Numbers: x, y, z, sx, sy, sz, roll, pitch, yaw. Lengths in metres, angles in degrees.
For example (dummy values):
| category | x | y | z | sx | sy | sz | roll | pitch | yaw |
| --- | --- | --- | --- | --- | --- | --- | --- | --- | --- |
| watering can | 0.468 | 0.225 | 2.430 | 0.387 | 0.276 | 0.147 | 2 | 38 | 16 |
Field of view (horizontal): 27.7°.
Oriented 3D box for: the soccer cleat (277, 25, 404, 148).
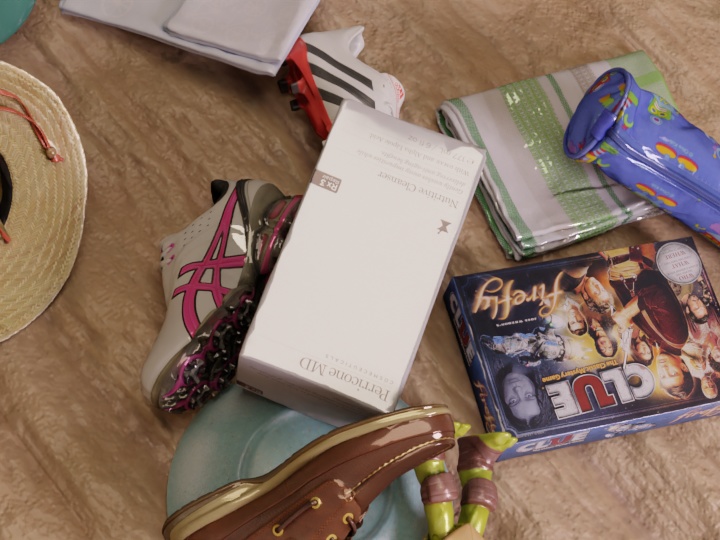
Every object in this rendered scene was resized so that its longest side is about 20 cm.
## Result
| category | x | y | z | sx | sy | sz | roll | pitch | yaw |
| --- | --- | --- | --- | --- | --- | --- | --- | --- | --- |
| soccer cleat | 0.004 | -0.105 | 1.114 | 0.085 | 0.069 | 0.201 | -21 | 63 | -12 |

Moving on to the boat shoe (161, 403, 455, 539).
| category | x | y | z | sx | sy | sz | roll | pitch | yaw |
| --- | --- | --- | --- | --- | --- | --- | --- | --- | --- |
| boat shoe | -0.025 | 0.147 | 0.914 | 0.199 | 0.072 | 0.068 | -27 | 71 | 5 |

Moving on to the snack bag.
| category | x | y | z | sx | sy | sz | roll | pitch | yaw |
| --- | --- | --- | --- | --- | --- | --- | --- | --- | --- |
| snack bag | -0.116 | -0.251 | 1.170 | 0.198 | 0.021 | 0.189 | 18 | 59 | 15 |

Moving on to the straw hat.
| category | x | y | z | sx | sy | sz | roll | pitch | yaw |
| --- | --- | --- | --- | --- | --- | --- | --- | --- | --- |
| straw hat | -0.290 | -0.049 | 1.015 | 0.201 | 0.202 | 0.085 | -41 | 35 | -26 |

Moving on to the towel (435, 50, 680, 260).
| category | x | y | z | sx | sy | sz | roll | pitch | yaw |
| --- | --- | --- | --- | --- | --- | --- | --- | --- | --- |
| towel | 0.176 | -0.099 | 1.163 | 0.198 | 0.031 | 0.150 | -18 | 68 | -19 |

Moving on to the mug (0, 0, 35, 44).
| category | x | y | z | sx | sy | sz | roll | pitch | yaw |
| --- | --- | --- | --- | --- | --- | --- | --- | --- | --- |
| mug | -0.328 | -0.228 | 1.089 | 0.184 | 0.115 | 0.153 | -28 | 71 | -22 |

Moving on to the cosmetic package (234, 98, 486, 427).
| category | x | y | z | sx | sy | sz | roll | pitch | yaw |
| --- | --- | --- | --- | --- | --- | --- | --- | --- | --- |
| cosmetic package | 0.000 | 0.000 | 0.990 | 0.112 | 0.081 | 0.201 | 19 | 68 | 0 |

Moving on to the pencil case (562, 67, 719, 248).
| category | x | y | z | sx | sy | sz | roll | pitch | yaw |
| --- | --- | --- | --- | --- | --- | --- | --- | --- | --- |
| pencil case | 0.251 | -0.072 | 1.106 | 0.199 | 0.087 | 0.078 | 30 | 104 | -11 |

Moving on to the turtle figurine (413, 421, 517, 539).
| category | x | y | z | sx | sy | sz | roll | pitch | yaw |
| --- | --- | --- | --- | --- | --- | --- | --- | --- | --- |
| turtle figurine | 0.072 | 0.187 | 0.962 | 0.198 | 0.064 | 0.163 | 13 | 68 | -28 |

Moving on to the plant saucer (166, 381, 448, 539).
| category | x | y | z | sx | sy | sz | roll | pitch | yaw |
| --- | --- | --- | --- | --- | --- | --- | --- | --- | --- |
| plant saucer | -0.031 | 0.148 | 0.988 | 0.199 | 0.039 | 0.203 | 4 | 61 | -8 |

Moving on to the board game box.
| category | x | y | z | sx | sy | sz | roll | pitch | yaw |
| --- | --- | --- | --- | --- | --- | --- | --- | --- | --- |
| board game box | 0.175 | 0.055 | 1.078 | 0.198 | 0.035 | 0.137 | -10 | 65 | -15 |

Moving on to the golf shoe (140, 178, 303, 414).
| category | x | y | z | sx | sy | sz | roll | pitch | yaw |
| --- | --- | --- | --- | --- | --- | --- | --- | --- | --- |
| golf shoe | -0.109 | 0.016 | 1.032 | 0.091 | 0.073 | 0.201 | 18 | 52 | 16 |
